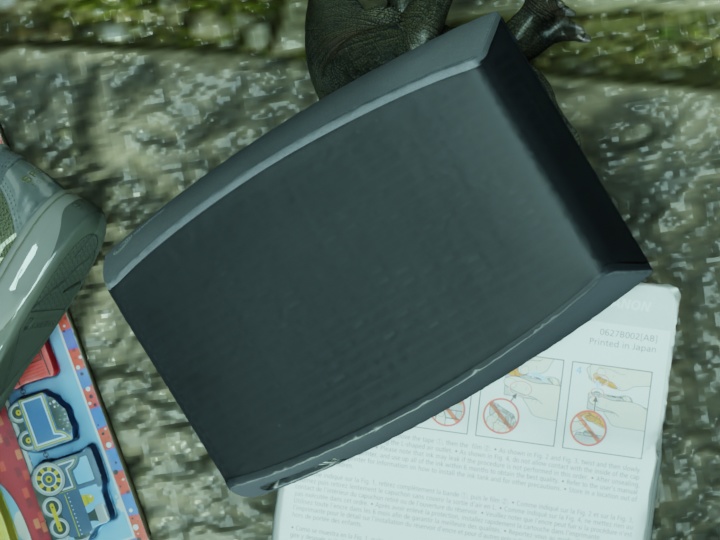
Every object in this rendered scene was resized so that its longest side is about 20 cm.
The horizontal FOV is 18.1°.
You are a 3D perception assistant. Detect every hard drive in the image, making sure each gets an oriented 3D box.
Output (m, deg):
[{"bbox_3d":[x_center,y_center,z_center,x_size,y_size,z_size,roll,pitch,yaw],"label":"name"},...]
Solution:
[{"bbox_3d":[0.000,0.000,0.905,0.200,0.042,0.135,-30,92,19],"label":"hard drive"}]

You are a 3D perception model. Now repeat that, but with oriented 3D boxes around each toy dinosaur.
[{"bbox_3d":[0.030,-0.080,0.931,0.200,0.077,0.102,30,92,1],"label":"toy dinosaur"}]

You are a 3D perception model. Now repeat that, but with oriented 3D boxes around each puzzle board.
[{"bbox_3d":[-0.196,0.051,1.006,0.150,0.017,0.200,-19,92,9],"label":"puzzle board"}]

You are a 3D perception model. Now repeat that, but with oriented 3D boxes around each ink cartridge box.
[{"bbox_3d":[0.046,0.094,0.961,0.161,0.050,0.201,7,94,8],"label":"ink cartridge box"}]

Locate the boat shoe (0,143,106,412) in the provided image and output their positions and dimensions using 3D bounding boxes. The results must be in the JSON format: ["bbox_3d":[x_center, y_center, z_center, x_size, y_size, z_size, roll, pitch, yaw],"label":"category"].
[{"bbox_3d":[-0.187,0.042,0.962,0.065,0.074,0.202,36,96,10],"label":"boat shoe"}]
